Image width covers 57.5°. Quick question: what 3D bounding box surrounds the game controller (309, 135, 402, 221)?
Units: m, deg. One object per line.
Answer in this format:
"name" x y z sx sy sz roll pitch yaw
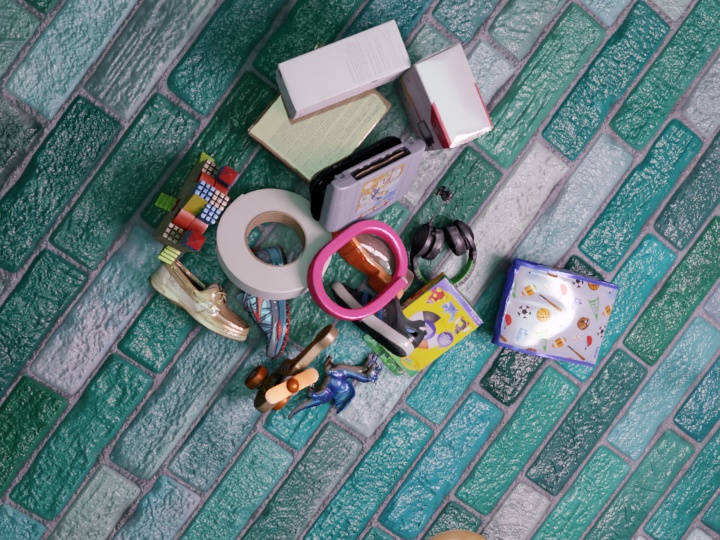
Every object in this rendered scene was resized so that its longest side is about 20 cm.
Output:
"game controller" -0.007 -0.160 1.137 0.200 0.042 0.104 -32 143 -26

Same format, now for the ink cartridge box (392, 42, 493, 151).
"ink cartridge box" 0.134 -0.284 1.111 0.085 0.200 0.148 -27 100 -4

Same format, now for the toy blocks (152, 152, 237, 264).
"toy blocks" -0.268 -0.108 1.080 0.100 0.137 0.200 34 74 -27

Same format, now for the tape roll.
"tape roll" -0.148 -0.048 1.131 0.202 0.037 0.203 6 66 -13

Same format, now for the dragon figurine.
"dragon figurine" -0.045 0.225 1.217 0.099 0.059 0.200 38 89 -11

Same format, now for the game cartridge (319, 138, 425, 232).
"game cartridge" 0.021 -0.143 1.129 0.200 0.133 0.042 -31 64 -28

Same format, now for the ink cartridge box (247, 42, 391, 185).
"ink cartridge box" -0.072 -0.262 1.146 0.165 0.075 0.200 40 90 -10

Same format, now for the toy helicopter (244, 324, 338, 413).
"toy helicopter" -0.115 0.174 1.163 0.200 0.132 0.079 -46 103 -3

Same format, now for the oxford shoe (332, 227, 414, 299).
"oxford shoe" 0.018 -0.037 1.201 0.200 0.071 0.073 49 64 -11

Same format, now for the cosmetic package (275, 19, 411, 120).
"cosmetic package" -0.032 -0.319 1.053 0.200 0.113 0.081 -24 99 -4

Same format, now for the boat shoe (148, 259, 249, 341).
"boat shoe" -0.273 0.050 1.153 0.200 0.074 0.066 36 96 -11

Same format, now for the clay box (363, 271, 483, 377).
"clay box" 0.112 0.110 1.215 0.200 0.048 0.115 -40 101 11

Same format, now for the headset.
"headset" 0.154 -0.054 1.197 0.123 0.094 0.201 -8 109 -8

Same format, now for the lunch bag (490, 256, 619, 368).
"lunch bag" 0.351 0.075 1.231 0.199 0.124 0.171 11 96 -18

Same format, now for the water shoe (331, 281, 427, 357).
"water shoe" 0.034 0.075 1.177 0.079 0.072 0.200 -41 61 -19

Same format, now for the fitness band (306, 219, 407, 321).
"fitness band" 0.000 0.000 1.122 0.200 0.037 0.144 -40 97 -28

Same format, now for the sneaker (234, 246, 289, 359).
"sneaker" -0.175 0.059 1.176 0.095 0.079 0.201 -2 88 -3

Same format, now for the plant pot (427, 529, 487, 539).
"plant pot" 0.191 0.622 1.320 0.199 0.027 0.201 -1 97 -9
